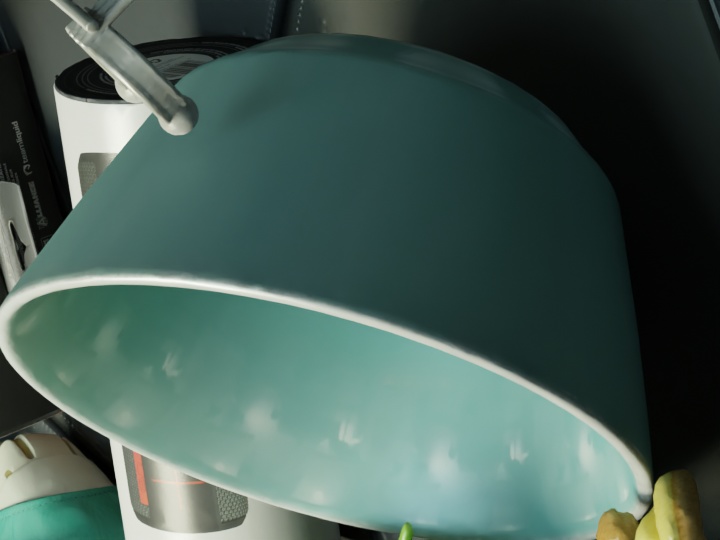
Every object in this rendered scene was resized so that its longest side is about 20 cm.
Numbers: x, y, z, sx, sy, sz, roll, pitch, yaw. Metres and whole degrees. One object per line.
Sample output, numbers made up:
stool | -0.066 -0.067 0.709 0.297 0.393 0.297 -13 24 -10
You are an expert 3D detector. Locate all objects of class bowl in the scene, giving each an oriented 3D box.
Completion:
bowl | 0.000 0.000 0.767 0.201 0.201 0.105 -14 56 52

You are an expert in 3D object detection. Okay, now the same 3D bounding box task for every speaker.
speaker | -0.056 0.022 0.910 0.081 0.081 0.200 16 119 46

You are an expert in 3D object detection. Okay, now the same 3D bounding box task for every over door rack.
over door rack | -0.048 -0.131 0.761 0.067 0.148 0.200 44 178 -39

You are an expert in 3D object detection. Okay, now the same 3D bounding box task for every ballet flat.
ballet flat | -0.148 0.106 1.077 0.200 0.067 0.070 -17 80 50

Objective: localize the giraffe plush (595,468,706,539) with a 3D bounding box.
giraffe plush | 0.112 0.153 0.726 0.173 0.200 0.162 -42 47 35

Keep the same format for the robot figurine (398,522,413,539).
robot figurine | 0.000 0.182 0.803 0.175 0.116 0.200 129 149 -78

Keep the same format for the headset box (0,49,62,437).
headset box | -0.195 -0.007 1.063 0.200 0.077 0.149 -3 106 50
